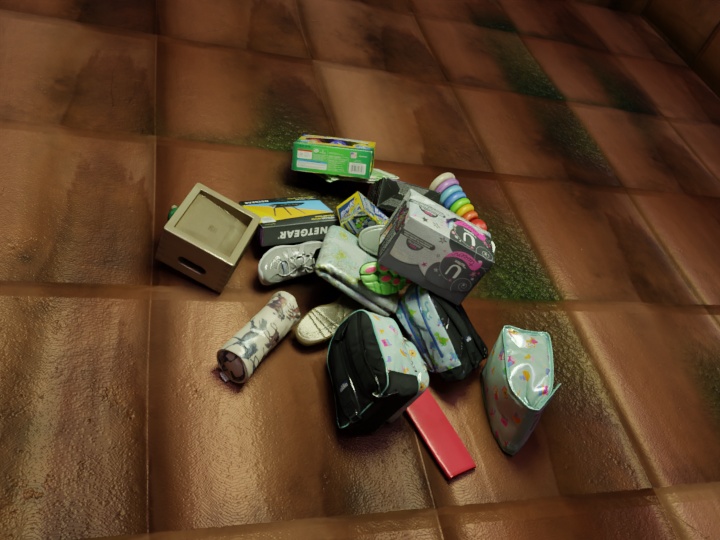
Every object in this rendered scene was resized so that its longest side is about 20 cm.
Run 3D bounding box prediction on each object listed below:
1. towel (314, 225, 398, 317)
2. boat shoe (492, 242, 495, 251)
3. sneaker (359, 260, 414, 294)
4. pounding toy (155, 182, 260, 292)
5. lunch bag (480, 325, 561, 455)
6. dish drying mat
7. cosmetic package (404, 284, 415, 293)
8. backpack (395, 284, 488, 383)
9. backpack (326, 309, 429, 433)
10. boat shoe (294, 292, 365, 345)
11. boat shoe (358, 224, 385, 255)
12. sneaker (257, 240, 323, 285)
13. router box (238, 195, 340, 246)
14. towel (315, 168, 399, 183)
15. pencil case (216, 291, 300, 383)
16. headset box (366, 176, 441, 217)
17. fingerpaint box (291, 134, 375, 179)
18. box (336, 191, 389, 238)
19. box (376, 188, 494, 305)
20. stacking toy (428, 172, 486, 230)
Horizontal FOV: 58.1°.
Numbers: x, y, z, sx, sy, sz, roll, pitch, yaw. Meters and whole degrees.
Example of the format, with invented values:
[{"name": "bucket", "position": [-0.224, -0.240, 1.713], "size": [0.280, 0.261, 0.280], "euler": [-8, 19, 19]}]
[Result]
[{"name": "towel", "position": [0.000, 0.000, 1.397], "size": [0.199, 0.048, 0.172], "euler": [33, 27, -12]}, {"name": "boat shoe", "position": [0.249, -0.069, 1.656], "size": [0.198, 0.062, 0.073], "euler": [22, 70, 22]}, {"name": "sneaker", "position": [0.063, 0.000, 1.371], "size": [0.083, 0.078, 0.199], "euler": [22, 20, 39]}, {"name": "pounding toy", "position": [-0.341, -0.077, 1.383], "size": [0.198, 0.143, 0.185], "euler": [28, 45, -7]}, {"name": "lunch bag", "position": [0.317, 0.242, 1.294], "size": [0.120, 0.172, 0.202], "euler": [8, 45, -4]}, {"name": "dish drying mat", "position": [0.145, 0.310, 1.270], "size": [0.076, 0.018, 0.201], "euler": [-12, 53, -32]}, {"name": "cosmetic package", "position": [0.182, -0.012, 1.537], "size": [0.086, 0.104, 0.201], "euler": [26, 45, 2]}, {"name": "backpack", "position": [0.165, 0.117, 1.361], "size": [0.163, 0.152, 0.202], "euler": [-32, 105, -55]}, {"name": "backpack", "position": [0.025, 0.183, 1.233], "size": [0.152, 0.176, 0.201], "euler": [9, 43, -38]}, {"name": "boat shoe", "position": [-0.060, 0.103, 1.368], "size": [0.073, 0.063, 0.200], "euler": [44, 53, 11]}, {"name": "boat shoe", "position": [0.085, -0.072, 1.459], "size": [0.197, 0.077, 0.060], "euler": [7, 22, -18]}, {"name": "sneaker", "position": [-0.136, -0.023, 1.415], "size": [0.199, 0.076, 0.081], "euler": [-27, 22, -39]}, {"name": "router box", "position": [-0.165, -0.118, 1.502], "size": [0.198, 0.052, 0.149], "euler": [-9, 33, -31]}, {"name": "towel", "position": [-0.016, -0.250, 1.702], "size": [0.197, 0.024, 0.152], "euler": [-2, 19, -22]}, {"name": "pencil case", "position": [-0.196, 0.129, 1.257], "size": [0.077, 0.090, 0.200], "euler": [35, 46, 6]}, {"name": "headset box", "position": [0.097, -0.166, 1.607], "size": [0.147, 0.078, 0.200], "euler": [14, -1, -9]}, {"name": "fingerpaint box", "position": [-0.064, -0.295, 1.660], "size": [0.197, 0.074, 0.167], "euler": [7, 19, 3]}, {"name": "box", "position": [0.035, -0.095, 1.510], "size": [0.199, 0.070, 0.065], "euler": [36, 29, -41]}, {"name": "box", "position": [0.150, -0.046, 1.300], "size": [0.198, 0.133, 0.115], "euler": [27, 33, -14]}, {"name": "stacking toy", "position": [0.268, -0.166, 1.742], "size": [0.085, 0.086, 0.201], "euler": [-16, 60, -33]}]
